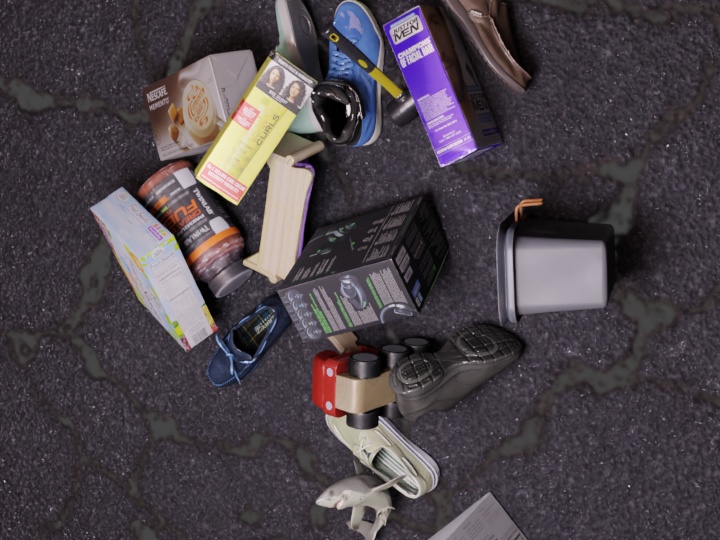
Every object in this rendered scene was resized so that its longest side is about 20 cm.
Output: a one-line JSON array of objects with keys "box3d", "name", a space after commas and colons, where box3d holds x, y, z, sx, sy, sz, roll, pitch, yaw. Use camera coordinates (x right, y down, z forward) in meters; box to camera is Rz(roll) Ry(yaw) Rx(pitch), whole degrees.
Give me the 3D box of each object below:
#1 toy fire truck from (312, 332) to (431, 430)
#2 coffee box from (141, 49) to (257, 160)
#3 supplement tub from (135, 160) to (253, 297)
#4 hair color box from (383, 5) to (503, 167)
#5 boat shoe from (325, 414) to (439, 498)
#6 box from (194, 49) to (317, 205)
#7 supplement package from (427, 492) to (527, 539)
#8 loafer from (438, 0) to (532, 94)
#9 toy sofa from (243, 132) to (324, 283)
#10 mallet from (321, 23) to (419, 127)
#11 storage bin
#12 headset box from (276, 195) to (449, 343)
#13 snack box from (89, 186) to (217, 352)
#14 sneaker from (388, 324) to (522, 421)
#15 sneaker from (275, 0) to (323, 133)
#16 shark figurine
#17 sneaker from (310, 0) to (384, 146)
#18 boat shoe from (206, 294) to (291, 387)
[{"box3d": [-0.016, 0.125, 1.684, 0.198, 0.175, 0.131, 12, 106, 39], "name": "toy fire truck"}, {"box3d": [-0.227, -0.238, 1.726, 0.199, 0.079, 0.116, -9, 96, 51], "name": "coffee box"}, {"box3d": [-0.246, -0.060, 1.793, 0.107, 0.107, 0.201, -41, 81, 27], "name": "supplement tub"}, {"box3d": [0.112, -0.246, 1.575, 0.064, 0.109, 0.203, -24, 89, 28], "name": "hair color box"}, {"box3d": [0.027, 0.259, 1.740, 0.198, 0.062, 0.073, 32, 112, 18], "name": "boat shoe"}, {"box3d": [-0.143, -0.194, 1.607, 0.075, 0.050, 0.201, 33, 98, -16], "name": "box"}, {"box3d": [0.128, 0.424, 1.642, 0.156, 0.199, 0.111, -43, 80, 26], "name": "supplement package"}, {"box3d": [0.168, -0.323, 1.550, 0.071, 0.073, 0.201, -35, 92, 5], "name": "loafer"}, {"box3d": [-0.099, -0.086, 1.706, 0.096, 0.083, 0.203, 23, 121, 24], "name": "toy sofa"}, {"box3d": [0.027, -0.271, 1.586, 0.065, 0.200, 0.042, -31, 44, 17], "name": "mallet"}, {"box3d": [0.253, -0.017, 1.509, 0.132, 0.200, 0.148, -1, 100, 15], "name": "storage bin"}, {"box3d": [0.000, 0.000, 1.632, 0.197, 0.175, 0.094, -16, 115, 27], "name": "headset box"}, {"box3d": [-0.307, -0.002, 1.768, 0.168, 0.067, 0.202, 39, 158, 42], "name": "snack box"}, {"box3d": [0.131, 0.142, 1.628, 0.076, 0.197, 0.092, -122, 17, -47], "name": "sneaker"}, {"box3d": [-0.118, -0.291, 1.696, 0.116, 0.074, 0.204, -7, 103, 28], "name": "sneaker"}, {"box3d": [0.007, 0.324, 1.725, 0.127, 0.215, 0.090, -31, 56, -4], "name": "shark figurine"}, {"box3d": [-0.021, -0.271, 1.636, 0.076, 0.111, 0.204, 3, 101, 26], "name": "sneaker"}, {"box3d": [-0.181, 0.104, 1.812, 0.084, 0.068, 0.201, 44, 115, 13], "name": "boat shoe"}]
